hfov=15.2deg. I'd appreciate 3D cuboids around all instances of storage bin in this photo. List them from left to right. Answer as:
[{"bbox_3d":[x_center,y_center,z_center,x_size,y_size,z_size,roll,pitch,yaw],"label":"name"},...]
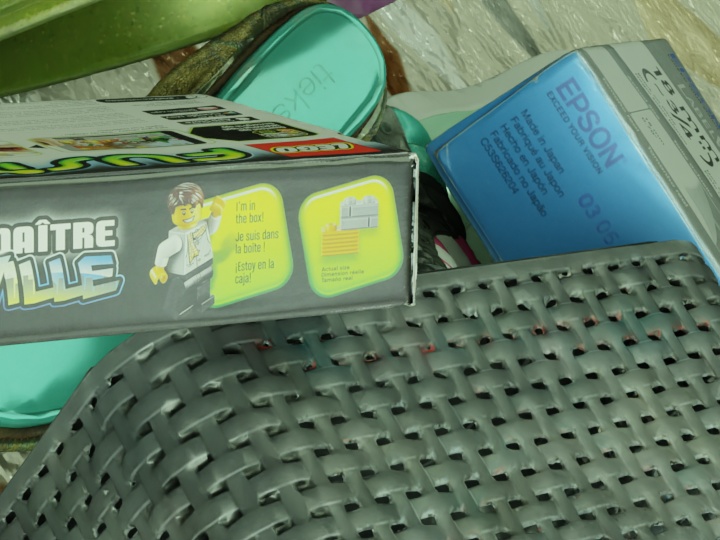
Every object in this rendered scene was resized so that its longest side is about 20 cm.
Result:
[{"bbox_3d":[0.012,0.075,0.668,0.199,0.135,0.094,-8,58,-42],"label":"storage bin"}]

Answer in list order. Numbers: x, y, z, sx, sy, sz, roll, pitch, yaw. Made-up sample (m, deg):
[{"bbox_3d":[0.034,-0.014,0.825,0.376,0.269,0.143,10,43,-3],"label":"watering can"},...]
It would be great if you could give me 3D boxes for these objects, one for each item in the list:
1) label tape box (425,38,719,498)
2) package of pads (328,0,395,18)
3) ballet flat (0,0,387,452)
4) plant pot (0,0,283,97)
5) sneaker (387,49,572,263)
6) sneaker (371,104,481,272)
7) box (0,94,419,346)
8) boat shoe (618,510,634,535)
[{"bbox_3d":[0.111,-0.005,0.924,0.145,0.063,0.200,58,19,5],"label":"label tape box"},{"bbox_3d":[-0.001,-0.190,1.092,0.201,0.120,0.076,-99,162,-46],"label":"package of pads"},{"bbox_3d":[-0.066,-0.009,0.779,0.071,0.071,0.200,50,53,-8],"label":"ballet flat"},{"bbox_3d":[-0.070,-0.166,0.771,0.200,0.199,0.191,-20,92,-66],"label":"plant pot"},{"bbox_3d":[0.070,-0.016,1.051,0.118,0.074,0.200,52,32,12],"label":"sneaker"},{"bbox_3d":[0.000,0.000,0.855,0.121,0.083,0.200,55,4,9],"label":"sneaker"},{"bbox_3d":[-0.100,-0.011,0.580,0.199,0.035,0.110,-5,13,-28],"label":"box"},{"bbox_3d":[0.098,0.152,0.887,0.072,0.067,0.201,61,19,-50],"label":"boat shoe"}]
